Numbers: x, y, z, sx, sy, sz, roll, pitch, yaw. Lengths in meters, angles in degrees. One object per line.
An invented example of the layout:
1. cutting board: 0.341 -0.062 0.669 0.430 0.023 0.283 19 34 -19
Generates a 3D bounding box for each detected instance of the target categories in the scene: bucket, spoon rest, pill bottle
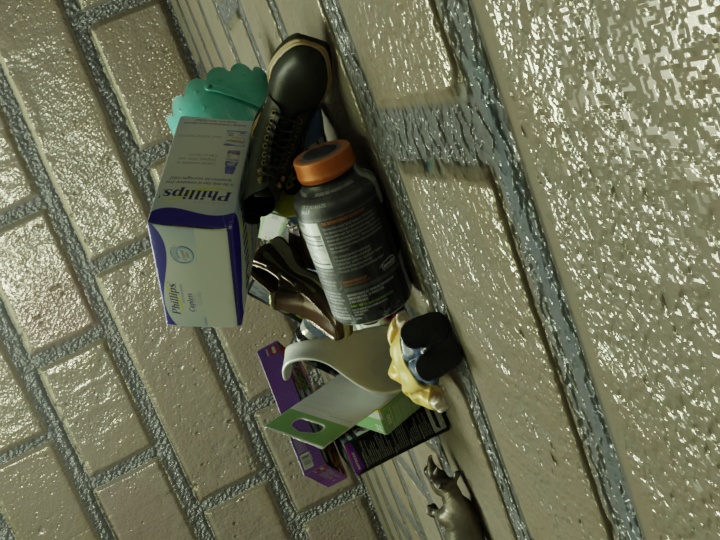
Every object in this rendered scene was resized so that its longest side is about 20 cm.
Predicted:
1. bucket: -0.202 -0.222 1.420 0.136 0.204 0.208 60 169 21
2. spoon rest: -0.014 0.120 1.156 0.061 0.195 0.101 70 -159 -57
3. pill bottle: -0.014 -0.047 1.010 0.106 0.105 0.203 -133 22 -65

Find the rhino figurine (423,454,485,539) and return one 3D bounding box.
1. rhino figurine: 0.139 0.360 1.263 0.087 0.059 0.204 -1 110 66

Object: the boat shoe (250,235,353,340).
1. boat shoe: -0.089 0.036 1.165 0.202 0.074 0.076 42 151 40

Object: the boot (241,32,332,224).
1. boot: -0.087 -0.156 0.990 0.201 0.076 0.141 119 162 -56

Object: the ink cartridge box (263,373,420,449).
1. ink cartridge box: -0.014 0.192 1.183 0.144 0.199 0.049 4 121 50

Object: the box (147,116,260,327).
1. box: -0.193 -0.062 1.108 0.186 0.102 0.203 93 -179 -48

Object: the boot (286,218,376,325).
1. boot: -0.041 -0.022 1.175 0.145 0.069 0.205 -10 85 50

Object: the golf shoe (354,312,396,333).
1. golf shoe: 0.000 0.000 1.219 0.091 0.074 0.204 -33 74 54

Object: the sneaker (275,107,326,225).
1. sneaker: -0.069 -0.136 1.120 0.082 0.073 0.204 37 -137 -44

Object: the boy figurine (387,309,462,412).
1. boy figurine: 0.072 0.112 1.031 0.200 0.063 0.126 97 148 -75

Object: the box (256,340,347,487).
1. box: -0.086 0.218 1.299 0.137 0.039 0.203 59 -174 -66

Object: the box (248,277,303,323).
1. box: -0.089 0.053 1.455 0.197 0.045 0.160 29 -173 -4

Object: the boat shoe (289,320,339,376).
1. boat shoe: -0.019 0.146 1.351 0.197 0.061 0.074 29 -154 -14

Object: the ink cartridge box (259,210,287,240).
1. ink cartridge box: -0.131 -0.112 1.359 0.200 0.047 0.148 124 157 -64

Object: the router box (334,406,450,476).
1. router box: 0.037 0.232 1.268 0.200 0.147 0.052 153 93 -82
